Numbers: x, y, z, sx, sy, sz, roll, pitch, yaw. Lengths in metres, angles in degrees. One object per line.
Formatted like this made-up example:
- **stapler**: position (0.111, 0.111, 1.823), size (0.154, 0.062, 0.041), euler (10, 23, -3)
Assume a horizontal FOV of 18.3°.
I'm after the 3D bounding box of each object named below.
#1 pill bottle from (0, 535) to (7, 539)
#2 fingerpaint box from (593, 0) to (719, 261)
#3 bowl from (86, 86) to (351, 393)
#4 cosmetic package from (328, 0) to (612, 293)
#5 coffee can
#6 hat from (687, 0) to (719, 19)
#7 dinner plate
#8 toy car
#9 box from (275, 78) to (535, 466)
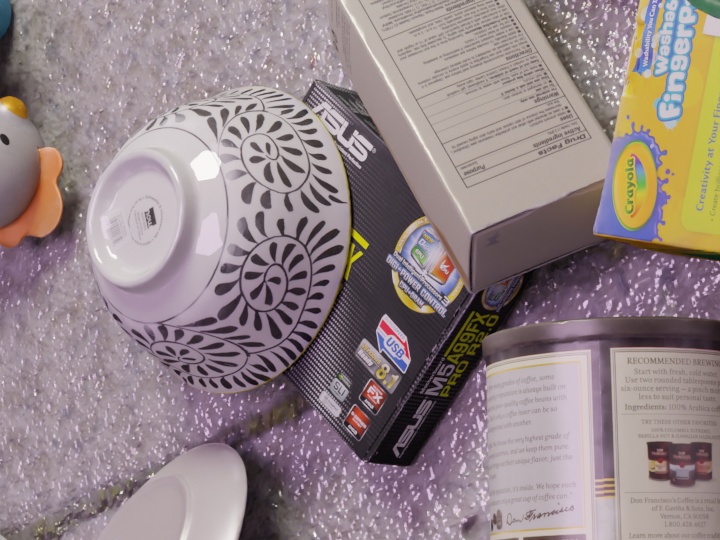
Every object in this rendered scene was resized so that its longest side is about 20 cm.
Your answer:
- **pill bottle**: position (-0.320, 0.278, 1.584), size (0.116, 0.116, 0.200), euler (40, 109, 37)
- **fingerpaint box**: position (0.229, -0.101, 1.205), size (0.167, 0.073, 0.200), euler (9, 87, 40)
- **bowl**: position (-0.110, -0.027, 1.412), size (0.201, 0.094, 0.201), euler (-10, 75, 39)
- **cosmetic package**: position (0.066, -0.097, 1.316), size (0.105, 0.071, 0.200), euler (-21, 61, -10)
- **coffee can**: position (0.139, 0.134, 1.194), size (0.146, 0.146, 0.200), euler (-9, 77, 39)
- **hat**: position (0.258, -0.106, 1.124), size (0.165, 0.176, 0.200), euler (9, 49, 41)
- **dinner plate**: position (-0.143, 0.194, 1.441), size (0.200, 0.024, 0.200), euler (-43, 25, 26)
- **toy car**: position (-0.284, -0.107, 1.614), size (0.200, 0.184, 0.177), euler (35, 107, 8)
- **box**: position (0.000, 0.000, 1.403), size (0.200, 0.044, 0.160), euler (46, 113, 36)
